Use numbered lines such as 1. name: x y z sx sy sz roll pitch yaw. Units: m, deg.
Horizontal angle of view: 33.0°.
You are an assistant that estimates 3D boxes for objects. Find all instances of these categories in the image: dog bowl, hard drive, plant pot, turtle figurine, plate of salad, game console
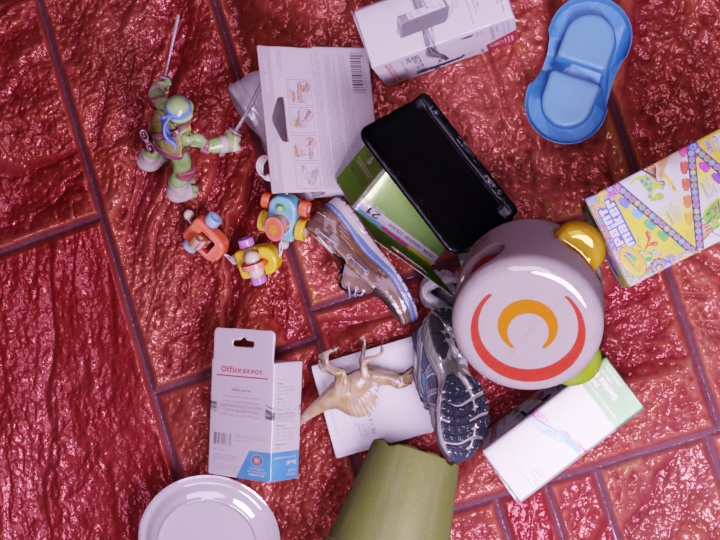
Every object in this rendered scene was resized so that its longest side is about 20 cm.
1. dog bowl: 0.292 -0.266 1.637 0.111 0.050 0.202 20 91 9
2. hard drive: 0.044 0.168 1.678 0.198 0.027 0.133 -17 85 9
3. plant pot: 0.047 0.329 1.607 0.198 0.200 0.192 15 78 10
4. turtle figurine: -0.230 -0.199 1.675 0.143 0.194 0.201 19 55 -10
5. plate of salad: -0.210 0.374 1.700 0.198 0.048 0.202 0 106 0
6. game console: 0.100 -0.117 1.594 0.116 0.176 0.201 -36 83 -4

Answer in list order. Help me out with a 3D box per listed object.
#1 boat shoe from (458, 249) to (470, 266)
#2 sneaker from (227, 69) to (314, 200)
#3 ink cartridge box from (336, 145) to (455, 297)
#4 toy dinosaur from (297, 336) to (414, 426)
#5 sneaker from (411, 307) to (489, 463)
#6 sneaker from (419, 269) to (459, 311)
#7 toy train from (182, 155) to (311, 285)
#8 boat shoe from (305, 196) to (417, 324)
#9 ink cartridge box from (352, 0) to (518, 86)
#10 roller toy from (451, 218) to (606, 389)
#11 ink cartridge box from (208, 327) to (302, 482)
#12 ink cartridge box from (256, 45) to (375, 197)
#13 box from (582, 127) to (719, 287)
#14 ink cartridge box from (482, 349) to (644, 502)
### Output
1. boat shoe: 0.225 -0.003 1.603 0.200 0.074 0.066 -4 89 -22
2. sneaker: -0.099 -0.196 1.696 0.088 0.075 0.201 -32 84 -10
3. ink cartridge box: 0.065 -0.067 1.570 0.147 0.200 0.076 35 101 -27
4. toy dinosaur: -0.024 0.154 1.648 0.198 0.058 0.102 -23 86 9
5. sneaker: 0.112 0.157 1.607 0.077 0.086 0.202 3 70 -28
6. sneaker: 0.173 0.045 1.633 0.198 0.081 0.076 9 88 8
7. toy train: -0.162 -0.057 1.676 0.150 0.056 0.200 48 120 -3
8. boat shoe: 0.000 0.000 1.658 0.072 0.072 0.201 -36 86 -9
9. ink cartridge box: 0.103 -0.326 1.623 0.198 0.144 0.085 -17 86 9
10. roller toy: 0.206 0.036 1.486 0.180 0.140 0.202 2 118 10
11. ink cartridge box: -0.143 0.181 1.669 0.115 0.066 0.202 2 89 36
12. ink cartridge box: -0.062 -0.201 1.648 0.175 0.045 0.202 -4 86 -31
13. box: 0.392 -0.075 1.538 0.191 0.200 0.123 -27 85 8
14. ink cartridge box: 0.258 0.196 1.578 0.199 0.145 0.084 -38 88 6
